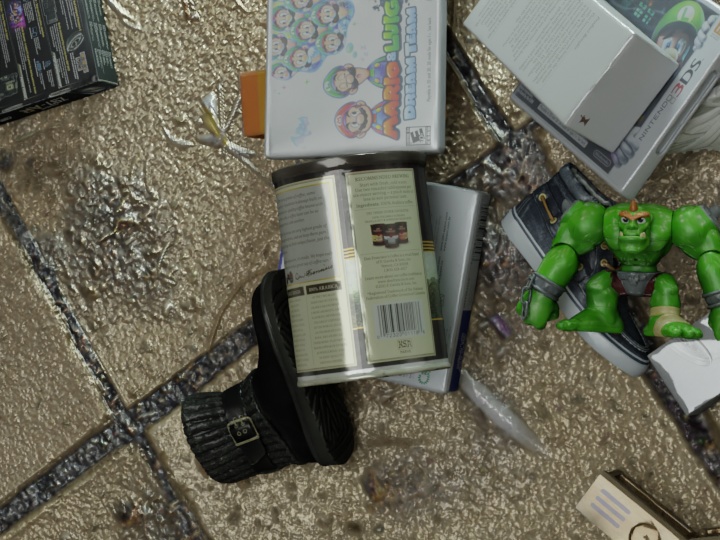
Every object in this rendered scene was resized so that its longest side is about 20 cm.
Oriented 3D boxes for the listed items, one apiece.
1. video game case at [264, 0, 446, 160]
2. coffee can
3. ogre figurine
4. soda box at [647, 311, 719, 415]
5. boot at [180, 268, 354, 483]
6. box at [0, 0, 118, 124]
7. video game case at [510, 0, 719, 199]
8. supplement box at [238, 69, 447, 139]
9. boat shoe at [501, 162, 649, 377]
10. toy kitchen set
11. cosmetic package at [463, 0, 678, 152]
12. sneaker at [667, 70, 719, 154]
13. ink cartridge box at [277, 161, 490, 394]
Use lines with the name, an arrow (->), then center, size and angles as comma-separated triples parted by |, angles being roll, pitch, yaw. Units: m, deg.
video game case -> -0.006, -0.208, 1.733 | 0.181, 0.024, 0.202 | -1, 86, 21
coffee can -> 0.000, 0.000, 1.685 | 0.145, 0.146, 0.202 | -8, 87, 22
ogre figurine -> 0.241, -0.002, 1.606 | 0.199, 0.098, 0.121 | 2, 87, 35
soda box -> 0.360, 0.048, 1.627 | 0.199, 0.063, 0.069 | -36, 76, 17
boot -> -0.107, 0.108, 1.775 | 0.157, 0.079, 0.213 | -8, 105, 29
box -> -0.354, -0.272, 1.932 | 0.159, 0.043, 0.202 | -16, 83, 21
video game case -> 0.240, -0.187, 1.650 | 0.182, 0.023, 0.200 | -55, 40, 12
supplement box -> -0.017, -0.170, 1.783 | 0.198, 0.069, 0.067 | -4, 88, 24
boat shoe -> 0.220, -0.003, 1.679 | 0.091, 0.071, 0.201 | -43, 72, 20
toy kitchen set -> 0.312, 0.189, 1.590 | 0.180, 0.163, 0.201 | 39, 102, 18
cosmetic package -> 0.187, -0.206, 1.645 | 0.102, 0.071, 0.200 | -53, 40, 15
sneaker -> 0.308, -0.131, 1.645 | 0.199, 0.099, 0.078 | -26, 40, 40
ink cartridge box -> 0.016, 0.004, 1.779 | 0.199, 0.043, 0.198 | 12, 95, 24
